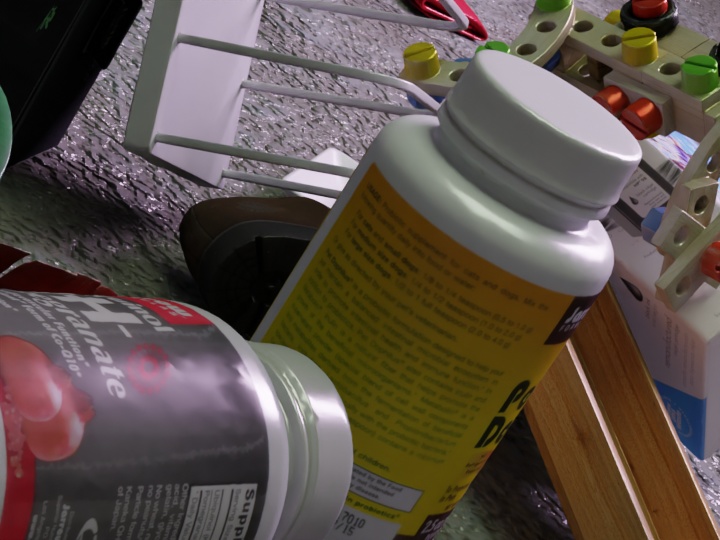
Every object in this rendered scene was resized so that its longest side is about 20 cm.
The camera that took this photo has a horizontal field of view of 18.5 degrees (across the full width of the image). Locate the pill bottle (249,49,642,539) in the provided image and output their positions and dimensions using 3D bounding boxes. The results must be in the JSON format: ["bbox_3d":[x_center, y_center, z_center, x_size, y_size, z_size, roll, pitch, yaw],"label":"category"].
[{"bbox_3d":[0.028,0.014,0.894,0.109,0.200,0.109,28,20,-11],"label":"pill bottle"}]

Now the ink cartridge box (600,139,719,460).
[{"bbox_3d":[0.140,-0.008,1.176,0.200,0.067,0.116,46,-20,32],"label":"ink cartridge box"}]

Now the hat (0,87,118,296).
[{"bbox_3d":[-0.175,0.029,0.808,0.200,0.176,0.166,0,45,17],"label":"hat"}]

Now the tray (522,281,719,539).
[{"bbox_3d":[0.108,0.063,1.033,0.099,0.037,0.200,29,33,-51],"label":"tray"}]

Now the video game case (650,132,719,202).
[{"bbox_3d":[0.205,-0.069,1.607,0.181,0.045,0.200,15,26,-38],"label":"video game case"}]

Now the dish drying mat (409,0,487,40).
[{"bbox_3d":[0.041,-0.251,1.842,0.077,0.018,0.200,20,22,-33],"label":"dish drying mat"}]

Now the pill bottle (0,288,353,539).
[{"bbox_3d":[-0.094,0.062,0.727,0.111,0.111,0.200,44,22,30],"label":"pill bottle"}]

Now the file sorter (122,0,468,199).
[{"bbox_3d":[-0.016,-0.134,1.042,0.124,0.200,0.139,12,-3,12],"label":"file sorter"}]

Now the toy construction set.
[{"bbox_3d":[0.127,-0.075,1.096,0.131,0.092,0.200,-33,58,-25],"label":"toy construction set"}]

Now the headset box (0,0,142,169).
[{"bbox_3d":[-0.188,-0.165,1.042,0.200,0.174,0.093,35,19,4],"label":"headset box"}]

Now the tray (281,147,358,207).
[{"bbox_3d":[0.047,0.003,1.224,0.200,0.022,0.107,34,18,5],"label":"tray"}]

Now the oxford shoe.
[{"bbox_3d":[0.000,0.000,1.086,0.200,0.073,0.084,19,18,-35],"label":"oxford shoe"}]
